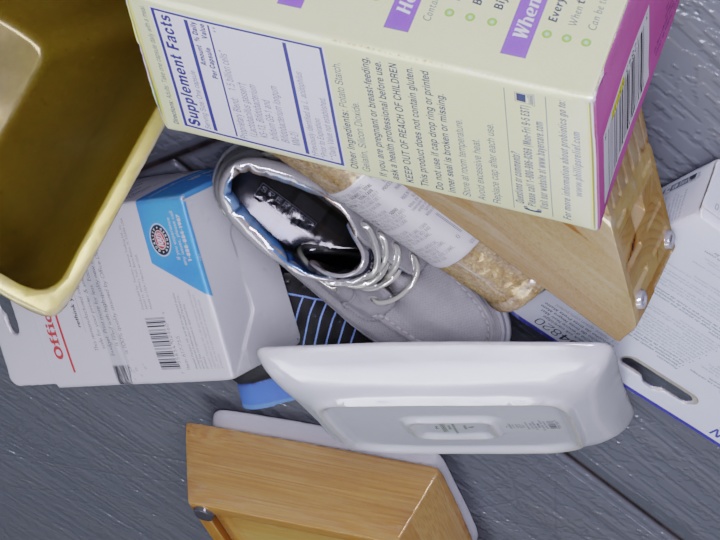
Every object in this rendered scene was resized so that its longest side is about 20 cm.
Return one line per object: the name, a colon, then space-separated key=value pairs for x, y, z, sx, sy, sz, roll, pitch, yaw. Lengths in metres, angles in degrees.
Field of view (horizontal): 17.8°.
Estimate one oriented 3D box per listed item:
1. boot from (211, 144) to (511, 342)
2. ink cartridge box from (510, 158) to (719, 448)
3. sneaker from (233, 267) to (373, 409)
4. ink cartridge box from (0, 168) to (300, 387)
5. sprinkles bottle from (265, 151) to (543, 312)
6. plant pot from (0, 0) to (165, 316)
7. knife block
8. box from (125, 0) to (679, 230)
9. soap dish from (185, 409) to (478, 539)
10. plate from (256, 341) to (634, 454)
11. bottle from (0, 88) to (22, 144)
boot: x=0.000 y=0.000 z=1.290 sx=0.200 sy=0.074 sz=0.096 roll=32 pitch=-173 yaw=-5
ink cartridge box: x=0.211 y=0.030 z=1.275 sx=0.199 sy=0.041 sz=0.200 roll=32 pitch=152 yaw=-17
sneaker: x=-0.009 y=0.026 z=1.400 sx=0.199 sy=0.070 sz=0.078 roll=-18 pitch=103 yaw=31
ink cartridge box: x=-0.143 y=0.006 z=1.408 sx=0.199 sy=0.068 sz=0.117 roll=-4 pitch=106 yaw=41
sprinkles bottle: x=0.020 y=-0.054 z=1.233 sx=0.200 sy=0.068 sz=0.068 roll=34 pitch=150 yaw=-21
plant pot: x=-0.214 y=-0.104 z=1.192 sx=0.194 sy=0.196 sz=0.200 roll=31 pitch=169 yaw=-16
knife block: x=0.054 y=-0.065 z=1.153 sx=0.175 sy=0.064 sz=0.201 roll=5 pitch=133 yaw=29
box: x=0.030 y=-0.133 z=0.967 sx=0.199 sy=0.176 sz=0.097 roll=14 pitch=151 yaw=15
soap dish: x=-0.022 y=0.181 z=1.670 sx=0.199 sy=0.081 sz=0.158 roll=8 pitch=150 yaw=22
plate: x=0.055 y=0.079 z=1.337 sx=0.199 sy=0.032 sz=0.200 roll=-1 pitch=164 yaw=10
bottle: x=-0.269 y=-0.117 z=1.324 sx=0.200 sy=0.065 sz=0.084 roll=31 pitch=-176 yaw=-16
